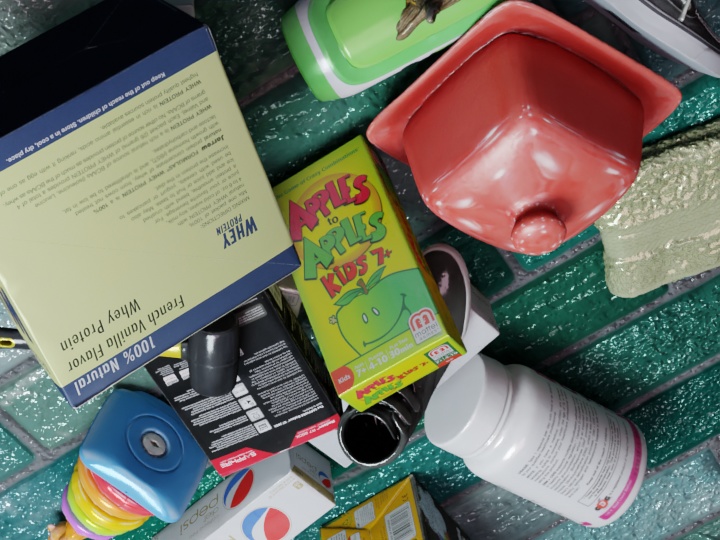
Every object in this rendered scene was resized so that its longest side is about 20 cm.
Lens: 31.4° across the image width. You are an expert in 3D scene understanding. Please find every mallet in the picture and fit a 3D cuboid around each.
[{"bbox_3d":[-0.191,0.067,1.005,0.197,0.041,0.067,-2,122,2],"label":"mallet"}]

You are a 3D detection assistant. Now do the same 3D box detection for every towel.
[{"bbox_3d":[0.305,-0.060,1.145,0.198,0.037,0.149,-18,123,5],"label":"towel"}]

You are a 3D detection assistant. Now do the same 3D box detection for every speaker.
[{"bbox_3d":[0.041,-0.207,0.982,0.198,0.089,0.089,-26,123,10],"label":"speaker"}]

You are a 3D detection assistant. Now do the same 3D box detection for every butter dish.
[{"bbox_3d":[0.133,-0.080,1.012,0.198,0.149,0.199,22,139,-30],"label":"butter dish"}]

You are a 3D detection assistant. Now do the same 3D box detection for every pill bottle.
[{"bbox_3d":[0.167,0.159,1.224,0.199,0.114,0.114,27,116,-24],"label":"pill bottle"}]

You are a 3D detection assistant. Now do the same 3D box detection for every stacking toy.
[{"bbox_3d":[-0.244,0.218,1.225,0.116,0.110,0.200,36,124,-10],"label":"stacking toy"}]

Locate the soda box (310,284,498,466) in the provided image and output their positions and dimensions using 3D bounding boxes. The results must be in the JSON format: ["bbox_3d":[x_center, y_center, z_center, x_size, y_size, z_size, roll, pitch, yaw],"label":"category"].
[{"bbox_3d":[0.029,0.085,1.172,0.068,0.064,0.200,39,110,-25],"label":"soda box"}]

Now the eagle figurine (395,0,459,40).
[{"bbox_3d":[0.014,-0.268,0.886,0.150,0.151,0.201,-17,106,54],"label":"eagle figurine"}]

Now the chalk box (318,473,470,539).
[{"bbox_3d":[0.063,0.336,1.321,0.123,0.125,0.200,-31,121,13],"label":"chalk box"}]

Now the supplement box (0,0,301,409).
[{"bbox_3d":[-0.180,-0.055,0.905,0.199,0.134,0.201,-32,125,-16],"label":"supplement box"}]

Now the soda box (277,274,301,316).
[{"bbox_3d":[-0.151,0.005,1.097,0.198,0.068,0.064,12,121,-15],"label":"soda box"}]

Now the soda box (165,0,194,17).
[{"bbox_3d":[-0.165,-0.130,1.017,0.067,0.064,0.202,0,123,-9],"label":"soda box"}]

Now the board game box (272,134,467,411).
[{"bbox_3d":[0.000,0.000,1.044,0.101,0.202,0.048,-30,151,12],"label":"board game box"}]

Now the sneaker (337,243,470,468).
[{"bbox_3d":[0.039,0.079,1.068,0.070,0.099,0.202,22,105,7],"label":"sneaker"}]

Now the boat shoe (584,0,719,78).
[{"bbox_3d":[0.233,-0.218,1.011,0.198,0.074,0.069,26,98,-29],"label":"boat shoe"}]

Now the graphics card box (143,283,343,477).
[{"bbox_3d":[-0.108,0.071,1.065,0.124,0.051,0.201,-23,125,10],"label":"graphics card box"}]

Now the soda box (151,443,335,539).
[{"bbox_3d":[-0.119,0.251,1.276,0.200,0.064,0.068,-40,120,17],"label":"soda box"}]
